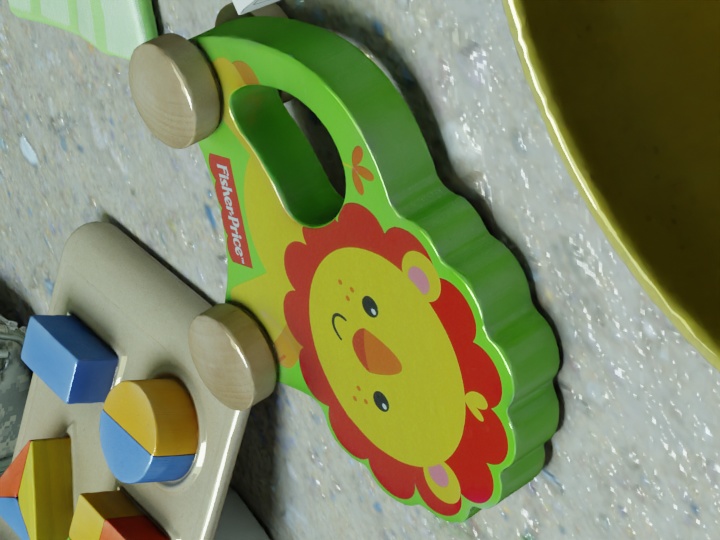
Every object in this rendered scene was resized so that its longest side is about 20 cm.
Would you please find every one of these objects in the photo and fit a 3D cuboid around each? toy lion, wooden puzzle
[{"bbox_3d":[0.000,0.000,0.771,0.191,0.068,0.202,18,127,47],"label":"toy lion"},{"bbox_3d":[-0.139,0.097,1.006,0.185,0.046,0.201,36,112,44],"label":"wooden puzzle"}]

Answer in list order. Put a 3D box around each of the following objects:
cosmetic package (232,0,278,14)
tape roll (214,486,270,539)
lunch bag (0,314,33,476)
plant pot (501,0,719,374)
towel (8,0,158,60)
[{"bbox_3d":[-0.053,-0.204,0.698,0.082,0.050,0.201,-23,91,61],"label":"cosmetic package"},{"bbox_3d":[-0.098,0.210,1.099,0.202,0.070,0.204,40,143,39],"label":"tape roll"},{"bbox_3d":[-0.301,0.076,1.279,0.200,0.139,0.169,35,123,40],"label":"lunch bag"},{"bbox_3d":[0.138,-0.076,0.363,0.200,0.141,0.201,42,146,38],"label":"plant pot"},{"bbox_3d":[-0.158,-0.205,0.909,0.149,0.031,0.202,28,135,51],"label":"towel"}]
